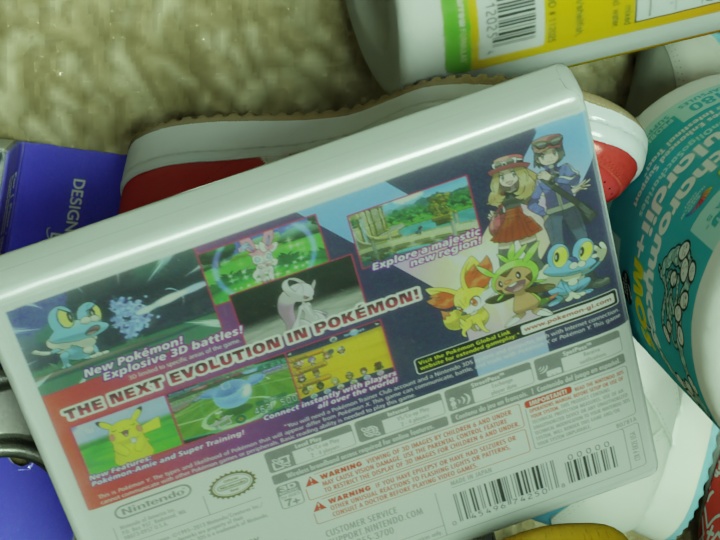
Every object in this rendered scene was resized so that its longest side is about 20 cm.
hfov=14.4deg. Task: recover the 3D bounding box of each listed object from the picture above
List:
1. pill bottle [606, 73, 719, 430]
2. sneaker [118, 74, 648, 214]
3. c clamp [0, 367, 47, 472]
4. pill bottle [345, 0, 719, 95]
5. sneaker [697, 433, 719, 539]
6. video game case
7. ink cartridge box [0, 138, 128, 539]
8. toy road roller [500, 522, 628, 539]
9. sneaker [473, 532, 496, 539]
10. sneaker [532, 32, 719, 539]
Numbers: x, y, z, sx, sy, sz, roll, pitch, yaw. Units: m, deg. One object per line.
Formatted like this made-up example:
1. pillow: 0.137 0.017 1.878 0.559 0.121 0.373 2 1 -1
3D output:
1. pill bottle: 0.149 0.006 0.922 0.111 0.200 0.111 -3 105 -10
2. sneaker: 0.000 0.000 0.968 0.200 0.113 0.071 -7 148 29
3. c clamp: -0.140 0.123 1.012 0.200 0.027 0.171 -14 107 -12
4. pill bottle: 0.094 -0.133 1.000 0.200 0.111 0.111 -14 107 -9
5. sneaker: 0.166 0.096 1.077 0.067 0.108 0.202 10 102 -15
6. video game case: -0.008 0.034 0.942 0.200 0.023 0.182 -19 133 -3
7. ink cartridge box: -0.187 0.042 1.017 0.200 0.043 0.198 7 102 -16
8. toy road roller: 0.028 0.161 0.979 0.200 0.123 0.146 2 132 -18
9. sneaker: 0.013 0.099 1.055 0.075 0.082 0.200 -22 110 -7
10. sneaker: 0.097 0.003 1.055 0.081 0.077 0.200 7 101 -13
